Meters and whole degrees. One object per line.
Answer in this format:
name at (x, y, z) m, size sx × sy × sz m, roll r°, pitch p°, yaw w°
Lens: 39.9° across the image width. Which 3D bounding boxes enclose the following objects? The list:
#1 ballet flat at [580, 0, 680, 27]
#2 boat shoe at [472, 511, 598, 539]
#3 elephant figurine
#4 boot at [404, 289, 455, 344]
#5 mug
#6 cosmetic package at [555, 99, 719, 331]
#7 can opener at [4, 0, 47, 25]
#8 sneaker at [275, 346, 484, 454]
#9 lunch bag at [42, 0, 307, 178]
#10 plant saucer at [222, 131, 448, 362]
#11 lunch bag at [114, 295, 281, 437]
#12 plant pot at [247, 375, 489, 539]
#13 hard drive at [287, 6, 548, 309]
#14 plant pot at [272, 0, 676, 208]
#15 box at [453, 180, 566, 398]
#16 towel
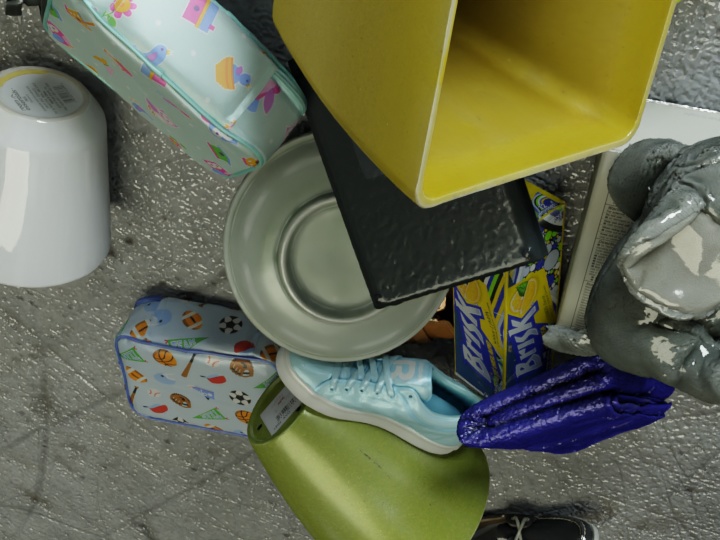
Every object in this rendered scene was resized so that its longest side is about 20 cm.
ballet flat at (0.180, -0.188, 0.629) m, size 0.199 × 0.067 × 0.067 m, roll -28°, pitch 118°, yaw 39°
boat shoe at (0.168, 0.301, 1.101) m, size 0.199 × 0.074 × 0.060 m, roll -18°, pitch 128°, yaw 44°
elephant figurine at (0.218, -0.028, 0.640) m, size 0.141 × 0.154 × 0.201 m, roll 38°, pitch 144°, yaw 50°
boot at (0.000, 0.000, 0.874) m, size 0.154 × 0.077 × 0.201 m, roll -3°, pitch 129°, yaw 24°
mug at (-0.303, -0.096, 0.863) m, size 0.185 × 0.150 × 0.154 m, roll 17°, pitch 128°, yaw -4°
cosmetic package at (0.219, -0.026, 0.764) m, size 0.103 × 0.073 × 0.201 m, roll 13°, pitch 135°, yaw 9°
can opener at (-0.242, -0.245, 0.725) m, size 0.066 × 0.053 × 0.200 m, roll -10°, pitch 169°, yaw -18°
sneaker at (0.025, 0.096, 0.888) m, size 0.199 × 0.074 × 0.082 m, roll 22°, pitch 136°, yaw -20°
lunch bag at (-0.143, -0.159, 0.747) m, size 0.200 × 0.077 × 0.160 m, roll 42°, pitch 167°, yaw -15°
plant saucer at (-0.014, -0.014, 0.813) m, size 0.198 × 0.050 × 0.202 m, roll -1°, pitch 105°, yaw -5°
lunch bag at (-0.159, 0.108, 1.044) m, size 0.199 × 0.076 × 0.161 m, roll 11°, pitch 137°, yaw 11°
plant pot at (-0.007, 0.184, 0.965) m, size 0.187 × 0.188 × 0.200 m, roll -25°, pitch 122°, yaw 38°
hard drive at (0.041, -0.084, 0.734) m, size 0.139 × 0.033 × 0.201 m, roll -17°, pitch 95°, yaw 24°
plant pot at (0.057, -0.181, 0.569) m, size 0.176 × 0.199 × 0.201 m, roll 35°, pitch 130°, yaw 36°
box at (0.123, 0.023, 0.838) m, size 0.064 × 0.070 × 0.201 m, roll 36°, pitch 147°, yaw 37°
towel at (0.182, 0.124, 0.845) m, size 0.147 × 0.050 × 0.200 m, roll -29°, pitch 156°, yaw 23°
